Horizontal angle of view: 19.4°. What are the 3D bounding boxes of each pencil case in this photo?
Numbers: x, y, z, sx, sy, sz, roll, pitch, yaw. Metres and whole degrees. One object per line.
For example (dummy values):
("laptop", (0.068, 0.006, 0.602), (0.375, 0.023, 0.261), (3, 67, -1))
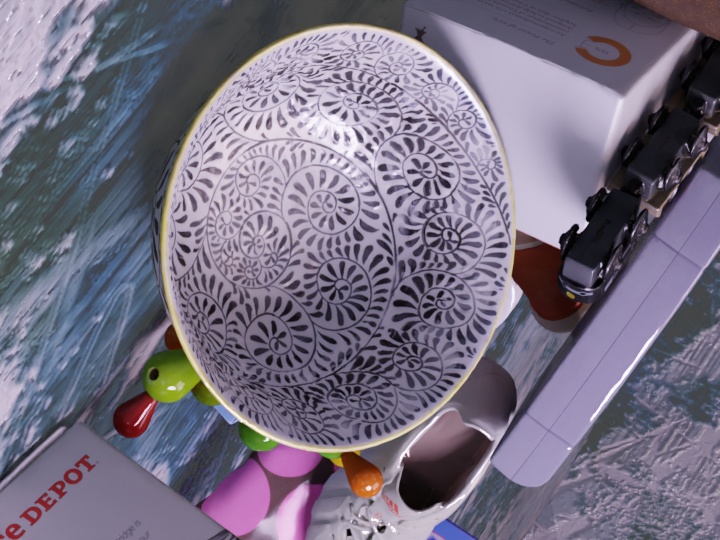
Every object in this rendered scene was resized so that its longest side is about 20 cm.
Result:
("pencil case", (-0.052, 0.148, 1.324), (0.200, 0.091, 0.094), (-42, -171, 2))

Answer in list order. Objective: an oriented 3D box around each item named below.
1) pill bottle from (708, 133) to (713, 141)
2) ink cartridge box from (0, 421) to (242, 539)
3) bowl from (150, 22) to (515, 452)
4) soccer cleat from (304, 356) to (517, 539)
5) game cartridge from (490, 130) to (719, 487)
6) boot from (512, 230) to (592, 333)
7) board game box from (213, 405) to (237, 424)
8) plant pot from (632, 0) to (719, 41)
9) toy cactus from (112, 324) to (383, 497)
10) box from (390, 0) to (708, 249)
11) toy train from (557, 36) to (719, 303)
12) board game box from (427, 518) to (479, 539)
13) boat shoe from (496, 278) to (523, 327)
("pill bottle", (0.135, -0.081, 1.366), (0.199, 0.107, 0.106), (-32, -178, 33))
("ink cartridge box", (-0.112, 0.192, 1.033), (0.146, 0.199, 0.086), (-44, 162, -42))
("bowl", (-0.029, -0.019, 1.023), (0.201, 0.201, 0.094), (-54, -150, -17))
("soccer cleat", (0.022, 0.130, 1.221), (0.201, 0.069, 0.078), (-54, -173, 30))
("game cartridge", (0.143, 0.022, 1.124), (0.201, 0.040, 0.133), (-57, 172, 21))
("boot", (0.115, -0.056, 1.248), (0.108, 0.074, 0.201), (61, 30, -36))
("board game box", (0.000, 0.000, 1.267), (0.200, 0.037, 0.151), (-50, 170, 16))
("plant pot", (0.160, -0.204, 1.041), (0.186, 0.200, 0.187), (-34, 156, -18))
("toy cactus", (-0.026, 0.039, 1.132), (0.199, 0.102, 0.166), (8, 122, -35))
("box", (0.112, -0.111, 1.115), (0.200, 0.124, 0.098), (-41, 150, -50))
("toy train", (0.149, -0.053, 1.041), (0.200, 0.034, 0.046), (-51, 160, -36))
("board game box", (-0.005, 0.206, 1.439), (0.135, 0.199, 0.045), (-56, 167, -4))
("boat shoe", (0.034, 0.038, 1.383), (0.200, 0.072, 0.068), (-39, 179, 30))
